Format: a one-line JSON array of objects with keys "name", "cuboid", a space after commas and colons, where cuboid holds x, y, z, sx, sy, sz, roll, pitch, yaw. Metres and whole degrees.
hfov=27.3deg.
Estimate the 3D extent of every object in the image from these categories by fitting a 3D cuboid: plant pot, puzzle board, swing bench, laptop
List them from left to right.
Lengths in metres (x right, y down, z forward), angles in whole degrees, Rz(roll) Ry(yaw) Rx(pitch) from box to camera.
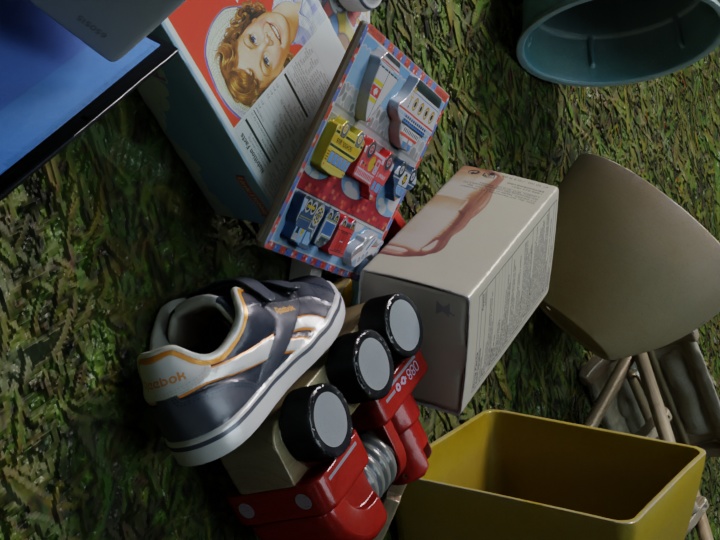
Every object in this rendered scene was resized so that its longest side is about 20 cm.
[{"name": "laptop", "cuboid": [-0.203, -0.152, 0.698, 0.177, 0.103, 0.201, -53, 131, -50]}, {"name": "puzzle board", "cuboid": [0.004, -0.070, 0.989, 0.151, 0.017, 0.200, -64, 162, 2]}, {"name": "plant pot", "cuboid": [0.150, 0.236, 1.196, 0.200, 0.199, 0.177, -18, 113, -60]}, {"name": "plant pot", "cuboid": [0.241, -0.308, 1.425, 0.200, 0.199, 0.197, 26, 57, -57]}, {"name": "plant pot", "cuboid": [0.242, 0.005, 1.409, 0.135, 0.200, 0.200, -49, 139, -4]}, {"name": "swing bench", "cuboid": [0.300, 0.195, 1.520, 0.199, 0.129, 0.200, 62, 32, -35]}]

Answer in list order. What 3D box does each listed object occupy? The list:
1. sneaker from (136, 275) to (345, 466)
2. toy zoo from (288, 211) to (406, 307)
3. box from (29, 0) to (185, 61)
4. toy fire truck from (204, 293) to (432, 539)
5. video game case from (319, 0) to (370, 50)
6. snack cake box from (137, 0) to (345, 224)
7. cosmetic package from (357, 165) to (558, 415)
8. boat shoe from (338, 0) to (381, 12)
[{"name": "sneaker", "cuboid": [-0.072, 0.036, 0.930, 0.080, 0.078, 0.200, 63, 28, -15]}, {"name": "toy zoo", "cuboid": [0.000, 0.000, 1.117, 0.200, 0.020, 0.132, 52, 44, -45]}, {"name": "box", "cuboid": [-0.114, -0.254, 0.693, 0.200, 0.199, 0.172, 38, 42, -22]}, {"name": "toy fire truck", "cuboid": [-0.011, 0.143, 1.005, 0.201, 0.128, 0.176, 63, 36, -17]}, {"name": "video game case", "cuboid": [-0.044, -0.222, 1.066, 0.182, 0.023, 0.201, 13, 75, -59]}, {"name": "snack cake box", "cuboid": [-0.081, -0.139, 0.920, 0.115, 0.067, 0.200, -52, 133, -27]}, {"name": "cosmetic package", "cuboid": [0.076, 0.009, 1.120, 0.200, 0.087, 0.104, -45, 144, -55]}, {"name": "boat shoe", "cuboid": [0.014, -0.278, 1.050, 0.074, 0.065, 0.201, -50, 145, -51]}]
